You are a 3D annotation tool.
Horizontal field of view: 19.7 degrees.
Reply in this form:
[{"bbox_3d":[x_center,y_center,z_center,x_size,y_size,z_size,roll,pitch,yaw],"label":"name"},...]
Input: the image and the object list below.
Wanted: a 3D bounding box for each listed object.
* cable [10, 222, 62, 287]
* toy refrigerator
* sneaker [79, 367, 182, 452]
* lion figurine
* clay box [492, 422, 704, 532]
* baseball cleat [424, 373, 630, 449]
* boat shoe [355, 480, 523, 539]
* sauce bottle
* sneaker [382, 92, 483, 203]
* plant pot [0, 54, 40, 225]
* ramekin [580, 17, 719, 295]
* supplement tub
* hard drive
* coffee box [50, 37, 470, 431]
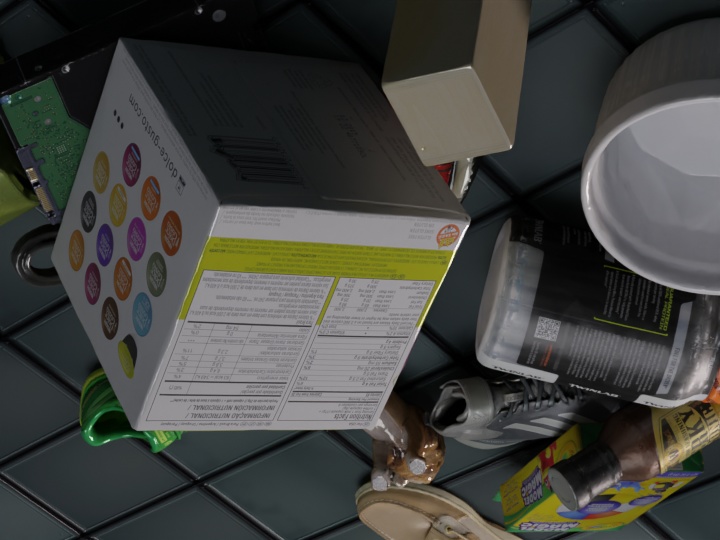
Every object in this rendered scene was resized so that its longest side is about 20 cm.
[{"bbox_3d":[-0.170,-0.034,1.597,0.199,0.050,0.098,-26,128,-5],"label":"cable"},{"bbox_3d":[0.065,-0.169,1.358,0.069,0.201,0.076,-10,136,23],"label":"toy refrigerator"},{"bbox_3d":[-0.156,0.122,1.818,0.198,0.084,0.074,-11,134,22],"label":"sneaker"},{"bbox_3d":[0.005,0.116,1.781,0.072,0.123,0.201,-31,109,17],"label":"lion figurine"},{"bbox_3d":[0.199,0.184,1.786,0.114,0.048,0.200,2,155,-18],"label":"clay box"},{"bbox_3d":[0.143,0.109,1.732,0.199,0.070,0.106,-25,158,34],"label":"baseball cleat"},{"bbox_3d":[0.081,0.259,1.930,0.199,0.070,0.074,27,136,-18],"label":"boat shoe"},{"bbox_3d":[0.241,0.128,1.670,0.199,0.065,0.065,-31,139,-17],"label":"sauce bottle"},{"bbox_3d":[0.054,-0.109,1.538,0.084,0.077,0.201,21,132,6],"label":"sneaker"},{"bbox_3d":[-0.343,-0.080,1.578,0.188,0.201,0.201,-16,133,12],"label":"plant pot"},{"bbox_3d":[0.259,-0.086,1.480,0.198,0.106,0.201,7,139,6],"label":"ramekin"},{"bbox_3d":[0.196,0.036,1.616,0.198,0.123,0.123,14,139,-2],"label":"supplement tub"},{"bbox_3d":[-0.159,-0.125,1.513,0.199,0.038,0.140,-25,135,-6],"label":"hard drive"},{"bbox_3d":[-0.078,-0.022,1.475,0.198,0.200,0.199,2,127,-32],"label":"coffee box"}]
